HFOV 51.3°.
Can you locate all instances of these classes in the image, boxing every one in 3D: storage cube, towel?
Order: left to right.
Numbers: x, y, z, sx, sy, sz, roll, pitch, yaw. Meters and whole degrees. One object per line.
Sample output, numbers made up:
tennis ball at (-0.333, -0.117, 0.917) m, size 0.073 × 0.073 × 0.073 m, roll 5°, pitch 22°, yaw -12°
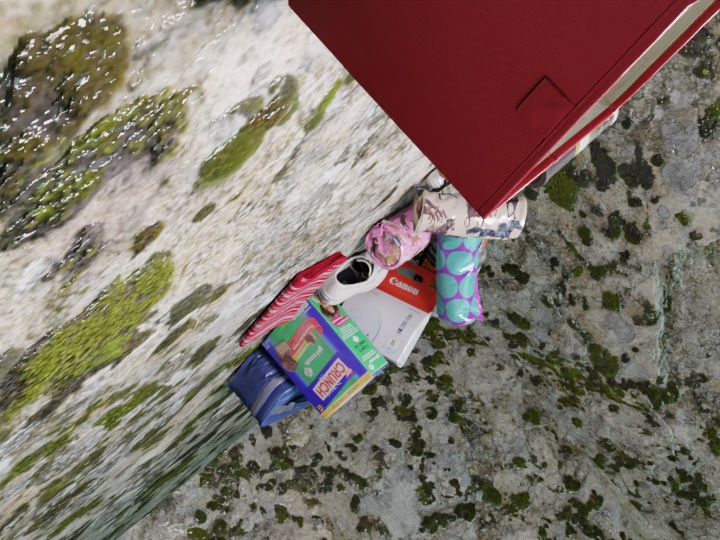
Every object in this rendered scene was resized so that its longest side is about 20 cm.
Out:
towel at (-0.114, 0.050, 1.275) m, size 0.200 × 0.022 × 0.145 m, roll -46°, pitch 171°, yaw 33°
storage cube at (0.095, -0.172, 0.417) m, size 0.171 × 0.180 × 0.200 m, roll -37°, pitch 173°, yaw -34°

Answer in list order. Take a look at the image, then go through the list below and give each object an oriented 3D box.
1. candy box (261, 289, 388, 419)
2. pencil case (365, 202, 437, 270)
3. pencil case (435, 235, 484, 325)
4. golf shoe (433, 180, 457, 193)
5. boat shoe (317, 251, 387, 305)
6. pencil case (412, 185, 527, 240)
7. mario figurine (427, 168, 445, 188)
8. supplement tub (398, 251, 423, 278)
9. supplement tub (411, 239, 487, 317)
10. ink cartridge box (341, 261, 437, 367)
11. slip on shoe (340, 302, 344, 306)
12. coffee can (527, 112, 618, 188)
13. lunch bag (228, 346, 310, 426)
candy box at (-0.071, 0.160, 1.445) m, size 0.169 × 0.200 × 0.077 m, roll -47°, pitch 171°, yaw 35°
pencil case at (0.095, -0.078, 1.393) m, size 0.200 × 0.083 × 0.087 m, roll -34°, pitch 160°, yaw -44°
pencil case at (0.189, 0.001, 1.410) m, size 0.085 × 0.092 × 0.200 m, roll -61°, pitch 153°, yaw -57°
golf shoe at (0.184, -0.147, 1.511) m, size 0.200 × 0.077 × 0.088 m, roll -46°, pitch 165°, yaw 29°
boat shoe at (0.000, 0.000, 1.428) m, size 0.200 × 0.072 × 0.066 m, roll -24°, pitch 165°, yaw -46°
pencil case at (0.190, -0.101, 1.305) m, size 0.078 × 0.199 × 0.090 m, roll 99°, pitch -7°, yaw -47°
mario figurine at (0.198, -0.162, 1.318) m, size 0.106 × 0.123 × 0.200 m, roll -56°, pitch 166°, yaw 12°
supplement tub at (0.097, 0.002, 1.734) m, size 0.123 × 0.123 × 0.200 m, roll -44°, pitch 172°, yaw 20°
supplement tub at (0.182, -0.010, 1.543) m, size 0.122 × 0.122 × 0.200 m, roll -34°, pitch 151°, yaw -47°
ink cartridge box at (0.057, 0.067, 1.475) m, size 0.200 × 0.160 × 0.047 m, roll -60°, pitch 156°, yaw -10°
slip on shoe at (-0.049, 0.053, 1.525) m, size 0.200 × 0.061 × 0.076 m, roll -60°, pitch 156°, yaw 0°
coffee can at (0.359, -0.272, 1.403) m, size 0.200 × 0.146 × 0.146 m, roll -41°, pitch 173°, yaw -15°
lunch bag at (-0.158, 0.238, 1.581) m, size 0.200 × 0.132 × 0.136 m, roll -13°, pitch 145°, yaw -56°
